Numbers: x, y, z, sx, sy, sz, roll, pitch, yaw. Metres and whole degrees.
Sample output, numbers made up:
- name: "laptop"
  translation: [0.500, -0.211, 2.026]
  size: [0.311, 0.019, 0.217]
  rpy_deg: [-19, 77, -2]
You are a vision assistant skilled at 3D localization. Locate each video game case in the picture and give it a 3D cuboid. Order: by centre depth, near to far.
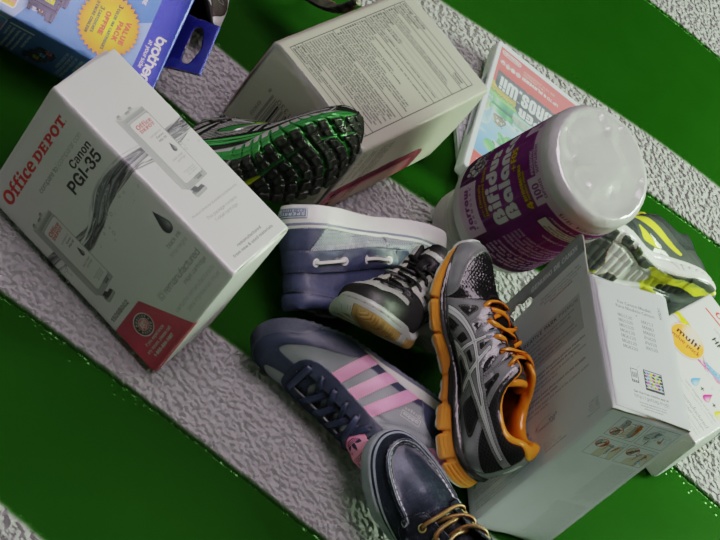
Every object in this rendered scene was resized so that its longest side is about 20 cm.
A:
- name: "video game case"
  translation: [0.168, -0.123, 1.988]
  size: [0.143, 0.017, 0.201]
  rpy_deg: [36, 42, -17]

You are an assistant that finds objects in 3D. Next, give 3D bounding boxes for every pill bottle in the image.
- name: "pill bottle"
  translation: [0.151, -0.062, 1.786]
  size: [0.111, 0.200, 0.113]
  rpy_deg: [12, 66, -30]

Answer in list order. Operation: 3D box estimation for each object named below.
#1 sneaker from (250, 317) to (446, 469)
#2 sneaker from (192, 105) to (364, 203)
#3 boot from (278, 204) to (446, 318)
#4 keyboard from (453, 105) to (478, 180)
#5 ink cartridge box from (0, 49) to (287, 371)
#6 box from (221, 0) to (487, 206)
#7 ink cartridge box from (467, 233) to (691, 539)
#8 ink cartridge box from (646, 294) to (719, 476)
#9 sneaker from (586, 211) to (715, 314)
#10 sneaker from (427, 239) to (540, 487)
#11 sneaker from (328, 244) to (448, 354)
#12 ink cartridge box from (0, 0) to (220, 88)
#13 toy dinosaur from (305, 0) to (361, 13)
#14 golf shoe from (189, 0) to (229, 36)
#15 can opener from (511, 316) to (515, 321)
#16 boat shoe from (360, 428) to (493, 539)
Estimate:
- name: "sneaker"
  translation: [-0.005, 0.112, 1.628]
  size: [0.199, 0.070, 0.082]
  rpy_deg: [30, 41, -13]
- name: "sneaker"
  translation: [-0.093, -0.104, 1.677]
  size: [0.198, 0.078, 0.086]
  rpy_deg: [-15, 48, -6]
- name: "boot"
  translation: [0.000, 0.000, 1.739]
  size: [0.199, 0.072, 0.091]
  rpy_deg: [8, 82, -47]
- name: "keyboard"
  translation: [0.116, -0.099, 1.942]
  size: [0.056, 0.011, 0.201]
  rpy_deg: [19, 47, -26]
- name: "ink cartridge box"
  translation: [-0.176, -0.046, 1.565]
  size: [0.200, 0.147, 0.083]
  rpy_deg: [45, 43, 3]
- name: "box"
  translation: [-0.004, -0.151, 1.816]
  size: [0.128, 0.109, 0.199]
  rpy_deg: [51, 42, 9]
- name: "ink cartridge box"
  translation: [0.170, 0.099, 1.676]
  size: [0.083, 0.200, 0.177]
  rpy_deg: [17, 49, -27]
- name: "ink cartridge box"
  translation: [0.311, 0.099, 1.889]
  size: [0.199, 0.068, 0.116]
  rpy_deg: [-23, 73, -47]
- name: "sneaker"
  translation: [0.256, -0.022, 1.951]
  size: [0.199, 0.074, 0.085]
  rpy_deg: [28, 35, -33]
- name: "sneaker"
  translation: [0.105, 0.073, 1.637]
  size: [0.078, 0.077, 0.202]
  rpy_deg: [13, 70, -56]
- name: "sneaker"
  translation: [0.038, 0.015, 1.676]
  size: [0.075, 0.088, 0.200]
  rpy_deg: [27, 5, 20]
- name: "ink cartridge box"
  translation: [-0.218, -0.228, 1.699]
  size: [0.199, 0.076, 0.137]
  rpy_deg: [28, 71, -19]
- name: "toy dinosaur"
  translation: [-0.053, -0.269, 1.889]
  size: [0.199, 0.048, 0.088]
  rpy_deg: [26, 19, 35]
- name: "golf shoe"
  translation: [-0.199, -0.271, 1.785]
  size: [0.198, 0.078, 0.095]
  rpy_deg: [17, 48, -25]
- name: "can opener"
  translation: [0.135, 0.069, 1.800]
  size: [0.200, 0.053, 0.067]
  rpy_deg: [41, 76, -1]
- name: "boat shoe"
  translation: [0.072, 0.208, 1.560]
  size: [0.070, 0.091, 0.202]
  rpy_deg: [-22, 83, -28]
